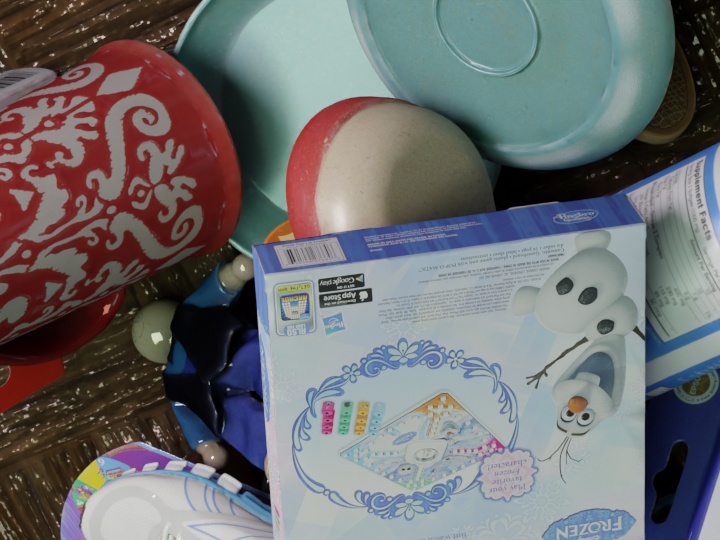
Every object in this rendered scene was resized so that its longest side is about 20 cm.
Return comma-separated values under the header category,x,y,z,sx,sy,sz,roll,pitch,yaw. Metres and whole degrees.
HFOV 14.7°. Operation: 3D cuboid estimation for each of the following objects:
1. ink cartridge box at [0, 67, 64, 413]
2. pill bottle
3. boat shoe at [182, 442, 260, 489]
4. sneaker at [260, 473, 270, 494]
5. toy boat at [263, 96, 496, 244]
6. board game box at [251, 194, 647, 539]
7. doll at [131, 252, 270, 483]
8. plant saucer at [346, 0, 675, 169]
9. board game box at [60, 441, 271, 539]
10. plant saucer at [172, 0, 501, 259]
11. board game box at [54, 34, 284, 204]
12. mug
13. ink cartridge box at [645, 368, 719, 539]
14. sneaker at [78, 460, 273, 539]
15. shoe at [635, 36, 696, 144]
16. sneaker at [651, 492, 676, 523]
category,x,y,z,sx,sy,sz,roll,pitch,yaw
ink cartridge box,-0.227,-0.001,1.641,0.057,0.162,0.200,0,111,37
pill bottle,0.198,-0.010,1.506,0.200,0.112,0.112,-26,98,29
boat shoe,-0.081,0.204,1.735,0.070,0.070,0.200,-11,105,26
sneaker,0.010,0.091,1.632,0.070,0.100,0.200,44,122,2
toy boat,0.000,0.000,1.531,0.130,0.130,0.200,10,125,35
board game box,0.049,0.068,1.459,0.199,0.043,0.199,-7,117,-9
doll,-0.077,0.057,1.639,0.200,0.048,0.137,28,115,57
plant saucer,0.072,-0.137,1.487,0.200,0.027,0.201,19,130,24
board game box,-0.097,0.192,1.664,0.200,0.039,0.158,21,127,11
plant saucer,-0.012,-0.091,1.597,0.199,0.036,0.201,4,108,13
board game box,-0.145,-0.076,1.682,0.200,0.023,0.105,-11,107,27
mug,-0.177,-0.012,1.559,0.133,0.200,0.178,11,121,43
ink cartridge box,0.236,0.126,1.509,0.200,0.200,0.041,12,157,19
sneaker,-0.075,0.167,1.576,0.200,0.087,0.075,14,115,18
shoe,0.104,-0.145,1.533,0.200,0.070,0.053,44,163,-2
sneaker,0.173,0.176,1.600,0.199,0.071,0.083,-21,64,34
